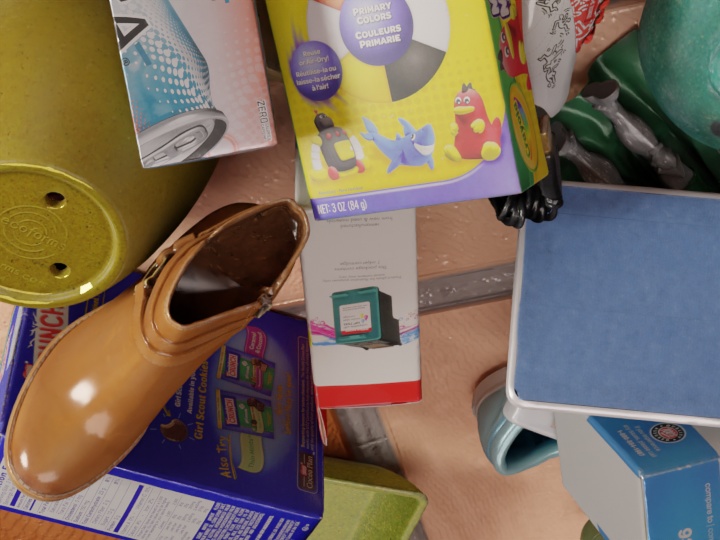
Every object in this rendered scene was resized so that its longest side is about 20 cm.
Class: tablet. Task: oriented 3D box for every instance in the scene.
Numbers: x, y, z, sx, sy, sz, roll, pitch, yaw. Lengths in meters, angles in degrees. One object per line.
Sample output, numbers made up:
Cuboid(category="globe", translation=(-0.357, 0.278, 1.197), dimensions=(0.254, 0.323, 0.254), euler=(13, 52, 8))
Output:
Cuboid(category="tablet", translation=(0.183, 0.020, 0.779), dimensions=(0.200, 0.130, 0.014), euler=(5, 168, 3))

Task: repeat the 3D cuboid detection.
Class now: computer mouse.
Cuboid(category="computer mouse", translation=(0.052, -0.111, 0.735), dimensions=(0.046, 0.140, 0.200), euler=(-23, 134, -14))

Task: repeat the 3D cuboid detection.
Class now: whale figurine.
Cuboid(category="whale figurine", translation=(0.191, -0.148, 0.709), dimensions=(0.104, 0.159, 0.200), euler=(14, 149, 21))

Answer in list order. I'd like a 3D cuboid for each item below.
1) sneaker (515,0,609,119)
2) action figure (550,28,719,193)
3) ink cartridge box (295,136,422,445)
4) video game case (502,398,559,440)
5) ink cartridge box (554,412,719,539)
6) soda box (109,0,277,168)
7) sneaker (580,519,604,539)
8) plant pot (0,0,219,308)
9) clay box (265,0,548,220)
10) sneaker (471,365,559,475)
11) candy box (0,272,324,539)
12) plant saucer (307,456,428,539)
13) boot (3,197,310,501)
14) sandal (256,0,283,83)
Cuboid(category="sneaker", translation=(0.123, -0.165, 0.738), dimensions=(0.108, 0.067, 0.202), euler=(-7, 130, 9))
Cuboid(category="action figure", translation=(0.191, -0.032, 0.841), dimensions=(0.200, 0.055, 0.118), euler=(38, 101, -24))
Cuboid(category="ink cartridge box", translation=(0.000, 0.000, 0.855), dimensions=(0.067, 0.116, 0.200), euler=(-3, 134, 1))
Cuboid(category="video game case", translation=(0.215, 0.045, 0.913), dimensions=(0.200, 0.024, 0.182), euler=(21, 101, -19))
Cuboid(category="ink cartridge box", translation=(0.233, 0.101, 0.844), dimensions=(0.200, 0.145, 0.084), euler=(-12, 110, -9))
Cuboid(category="soda box", translation=(-0.088, -0.153, 0.676), dimensions=(0.068, 0.064, 0.200), euler=(-10, 98, -3))
Cuboid(category="sneaker", translation=(0.253, 0.160, 1.052), dimensions=(0.200, 0.067, 0.090), euler=(-15, 124, 12))
Cuboid(category="plant pot", translation=(-0.169, -0.063, 0.775), dimensions=(0.200, 0.142, 0.200), euler=(-1, 134, -1))
Cuboid(category="clay box", translation=(0.013, -0.131, 0.685), dimensions=(0.115, 0.048, 0.200), euler=(-7, 104, 27))
Cuboid(category="sneaker", translation=(0.170, 0.084, 0.961), dimensions=(0.200, 0.082, 0.074), euler=(-31, 128, 22))
Cuboid(category="candy box", translation=(-0.128, 0.087, 0.898), dimensions=(0.200, 0.169, 0.077), euler=(19, 128, -17))
Cuboid(category="plant saucer", translation=(-0.072, 0.198, 1.086), dimensions=(0.200, 0.048, 0.200), euler=(12, 132, -12))
Cuboid(category="boot", translation=(-0.110, 0.037, 0.747), dimensions=(0.074, 0.200, 0.155), euler=(40, 164, -11))
Cuboid(category="sandal", translation=(-0.074, -0.165, 0.729), dimensions=(0.211, 0.078, 0.070), euler=(24, 127, -14))
